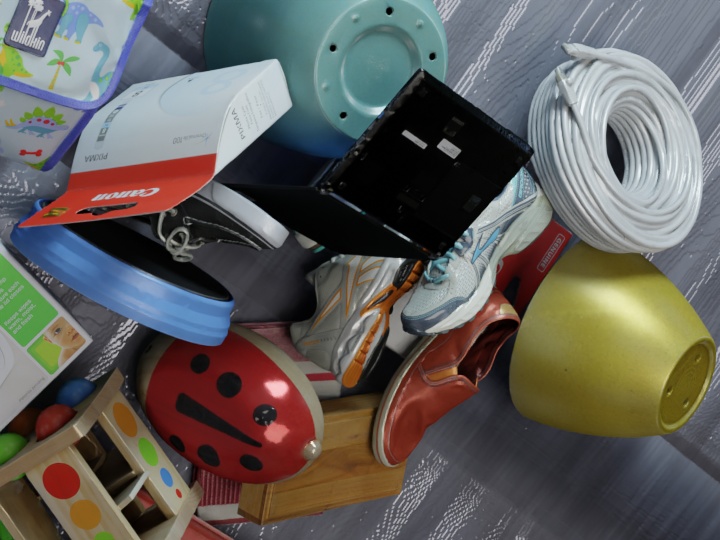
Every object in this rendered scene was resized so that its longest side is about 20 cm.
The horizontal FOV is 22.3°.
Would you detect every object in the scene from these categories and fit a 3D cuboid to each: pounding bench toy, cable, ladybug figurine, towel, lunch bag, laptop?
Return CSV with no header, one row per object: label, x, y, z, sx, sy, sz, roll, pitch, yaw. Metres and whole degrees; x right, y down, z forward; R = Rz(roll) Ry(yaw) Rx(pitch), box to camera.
pounding bench toy,-0.269,0.201,1.576,0.199,0.124,0.157,-31,102,18
cable,0.245,-0.112,1.742,0.199,0.069,0.202,-3,81,-43
ladybug figurine,-0.122,0.119,1.610,0.072,0.199,0.137,-13,121,-60
towel,-0.087,0.144,1.734,0.143,0.023,0.202,-1,108,-28
lunch bag,-0.277,-0.187,1.427,0.169,0.128,0.200,17,136,-31
laptop,0.014,-0.087,1.554,0.200,0.103,0.177,-49,140,12

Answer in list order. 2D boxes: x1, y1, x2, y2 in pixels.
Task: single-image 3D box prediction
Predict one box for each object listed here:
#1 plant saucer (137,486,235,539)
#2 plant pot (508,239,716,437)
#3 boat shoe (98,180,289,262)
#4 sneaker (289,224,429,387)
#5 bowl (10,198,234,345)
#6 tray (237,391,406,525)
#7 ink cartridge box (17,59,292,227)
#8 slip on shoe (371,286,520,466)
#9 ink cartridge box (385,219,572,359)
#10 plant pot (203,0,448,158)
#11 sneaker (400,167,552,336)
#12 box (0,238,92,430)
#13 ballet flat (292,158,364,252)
plant saucer,-0.202,0.315,1.717,0.200,0.037,0.200,36,91,-30
plant pot,0.260,0.083,1.774,0.199,0.141,0.202,-31,135,-37
boat shoe,-0.149,-0.045,1.541,0.068,0.198,0.074,-61,151,-9
sneaker,0.000,0.000,1.680,0.201,0.091,0.076,-62,160,-7
bowl,-0.195,-0.002,1.528,0.200,0.200,0.040,24,97,-30
tray,-0.027,0.175,1.722,0.199,0.037,0.100,-4,110,-48
ink cartridge box,-0.170,-0.103,1.471,0.200,0.159,0.048,-46,123,-49
slip on shoe,0.080,0.103,1.728,0.201,0.061,0.074,-53,144,-2
ink cartridge box,0.105,0.007,1.772,0.176,0.045,0.201,34,90,-30
plant pot,-0.016,-0.187,1.581,0.199,0.161,0.203,-8,110,-23
sneaker,0.091,-0.027,1.674,0.200,0.077,0.087,-51,127,-25
box,-0.361,0.056,1.527,0.200,0.097,0.177,-43,122,-7
ballet flat,0.015,-0.096,1.687,0.199,0.069,0.070,-36,118,-11
